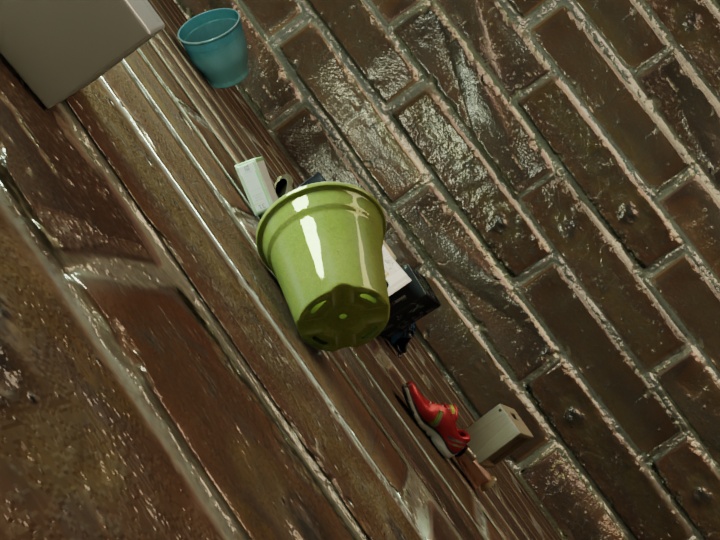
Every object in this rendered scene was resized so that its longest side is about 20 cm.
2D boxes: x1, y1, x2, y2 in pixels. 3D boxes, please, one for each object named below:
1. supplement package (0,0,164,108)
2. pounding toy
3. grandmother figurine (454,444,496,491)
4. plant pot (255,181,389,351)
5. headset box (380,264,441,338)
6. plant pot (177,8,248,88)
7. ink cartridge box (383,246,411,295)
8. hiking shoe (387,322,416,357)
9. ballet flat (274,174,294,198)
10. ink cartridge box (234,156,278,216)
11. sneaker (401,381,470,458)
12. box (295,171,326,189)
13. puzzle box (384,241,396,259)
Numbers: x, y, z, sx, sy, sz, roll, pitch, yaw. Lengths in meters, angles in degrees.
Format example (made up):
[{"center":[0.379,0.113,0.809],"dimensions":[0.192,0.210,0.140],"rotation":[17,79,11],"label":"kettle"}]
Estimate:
[{"center":[-0.280,-0.251,0.774],"dimensions":[0.121,0.120,0.200],"rotation":[54,3,-20],"label":"supplement package"},{"center":[0.371,0.468,2.273],"dimensions":[0.142,0.184,0.200],"rotation":[56,12,27],"label":"pounding toy"},{"center":[0.220,0.400,1.761],"dimensions":[0.200,0.061,0.121],"rotation":[51,-24,-8],"label":"grandmother figurine"},{"center":[-0.040,0.007,1.143],"dimensions":[0.200,0.200,0.184],"rotation":[51,16,-44],"label":"plant pot"},{"center":[0.092,0.082,2.010],"dimensions":[0.093,0.174,0.200],"rotation":[60,10,18],"label":"headset box"},{"center":[-0.441,-0.681,2.473],"dimensions":[0.200,0.200,0.188],"rotation":[57,-11,45],"label":"plant pot"},{"center":[0.000,0.000,1.814],"dimensions":[0.200,0.045,0.176],"rotation":[-31,82,-46],"label":"ink cartridge box"},{"center":[0.130,0.141,2.167],"dimensions":[0.087,0.074,0.200],"rotation":[58,-36,38],"label":"hiking shoe"},{"center":[-0.199,-0.203,2.061],"dimensions":[0.046,0.068,0.200],"rotation":[16,24,-23],"label":"ballet flat"},{"center":[-0.178,-0.121,1.544],"dimensions":[0.146,0.048,0.200],"rotation":[-104,173,-80],"label":"ink cartridge box"},{"center":[0.157,0.295,1.645],"dimensions":[0.200,0.085,0.077],"rotation":[53,3,-20],"label":"sneaker"},{"center":[-0.108,-0.200,2.711],"dimensions":[0.200,0.117,0.197],"rotation":[56,4,20],"label":"box"},{"center":[-0.020,-0.048,1.981],"dimensions":[0.133,0.200,0.025],"rotation":[54,45,-19],"label":"puzzle box"}]
